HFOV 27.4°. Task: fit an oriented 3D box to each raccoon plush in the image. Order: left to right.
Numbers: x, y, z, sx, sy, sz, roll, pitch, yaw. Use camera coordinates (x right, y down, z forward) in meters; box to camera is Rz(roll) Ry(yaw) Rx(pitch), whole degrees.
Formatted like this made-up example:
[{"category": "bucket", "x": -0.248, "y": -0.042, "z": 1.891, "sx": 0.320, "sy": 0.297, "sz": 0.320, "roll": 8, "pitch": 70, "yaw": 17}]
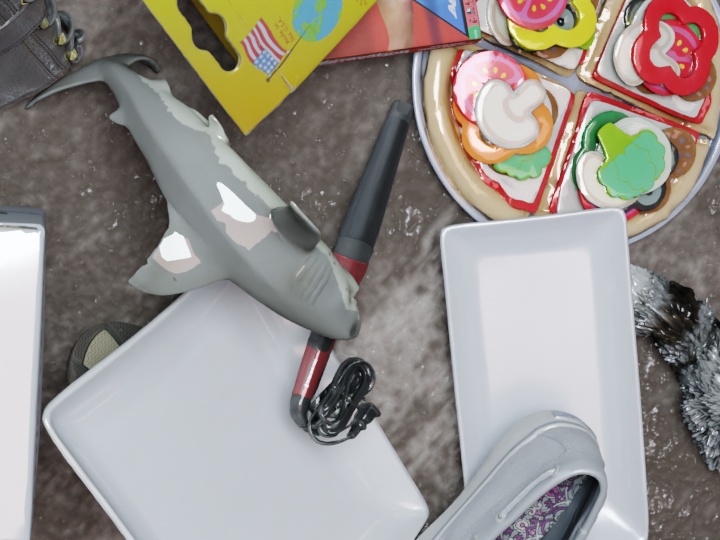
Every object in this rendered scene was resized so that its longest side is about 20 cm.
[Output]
[{"category": "raccoon plush", "x": 0.228, "y": 0.076, "z": 0.832, "sx": 0.200, "sy": 0.134, "sz": 0.097, "roll": 24, "pitch": 89, "yaw": -13}]

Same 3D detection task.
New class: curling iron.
[{"category": "curling iron", "x": 0.000, "y": 0.000, "z": 0.816, "sx": 0.050, "sy": 0.026, "sz": 0.200, "roll": 22, "pitch": 72, "yaw": -35}]

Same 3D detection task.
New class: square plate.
[{"category": "square plate", "x": -0.060, "y": 0.106, "z": 0.774, "sx": 0.198, "sy": 0.028, "sz": 0.200, "roll": 59, "pitch": 38, "yaw": -11}]

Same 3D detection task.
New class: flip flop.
[{"category": "flip flop", "x": -0.091, "y": 0.112, "z": 0.805, "sx": 0.200, "sy": 0.058, "sz": 0.081, "roll": 47, "pitch": 42, "yaw": -24}]

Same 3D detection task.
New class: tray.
[{"category": "tray", "x": 0.106, "y": 0.066, "z": 0.854, "sx": 0.107, "sy": 0.022, "sz": 0.201, "roll": -6, "pitch": 99, "yaw": -3}]

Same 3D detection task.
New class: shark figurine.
[{"category": "shark figurine", "x": -0.092, "y": -0.035, "z": 0.736, "sx": 0.089, "sy": 0.128, "sz": 0.214, "roll": -44, "pitch": 83, "yaw": -4}]

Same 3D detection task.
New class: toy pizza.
[{"category": "toy pizza", "x": 0.128, "y": -0.108, "z": 0.847, "sx": 0.200, "sy": 0.032, "sz": 0.201, "roll": -1, "pitch": 95, "yaw": -14}]

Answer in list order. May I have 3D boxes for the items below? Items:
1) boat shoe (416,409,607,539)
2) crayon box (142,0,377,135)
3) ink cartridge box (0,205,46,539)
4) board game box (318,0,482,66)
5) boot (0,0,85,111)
[{"category": "boat shoe", "x": 0.073, "y": 0.173, "z": 0.820, "sx": 0.072, "sy": 0.069, "sz": 0.200, "roll": 33, "pitch": 105, "yaw": -19}, {"category": "crayon box", "x": -0.032, "y": -0.182, "z": 0.726, "sx": 0.200, "sy": 0.051, "sz": 0.127, "roll": -48, "pitch": 136, "yaw": -12}, {"category": "ink cartridge box", "x": -0.194, "y": 0.043, "z": 0.704, "sx": 0.084, "sy": 0.200, "sz": 0.145, "roll": 2, "pitch": 94, "yaw": -11}, {"category": "board game box", "x": -0.001, "y": -0.216, "z": 0.805, "sx": 0.103, "sy": 0.019, "sz": 0.201, "roll": -10, "pitch": 88, "yaw": -11}, {"category": "boot", "x": -0.176, "y": -0.151, "z": 0.717, "sx": 0.200, "sy": 0.174, "sz": 0.069, "roll": -29, "pitch": 65, "yaw": 2}]
